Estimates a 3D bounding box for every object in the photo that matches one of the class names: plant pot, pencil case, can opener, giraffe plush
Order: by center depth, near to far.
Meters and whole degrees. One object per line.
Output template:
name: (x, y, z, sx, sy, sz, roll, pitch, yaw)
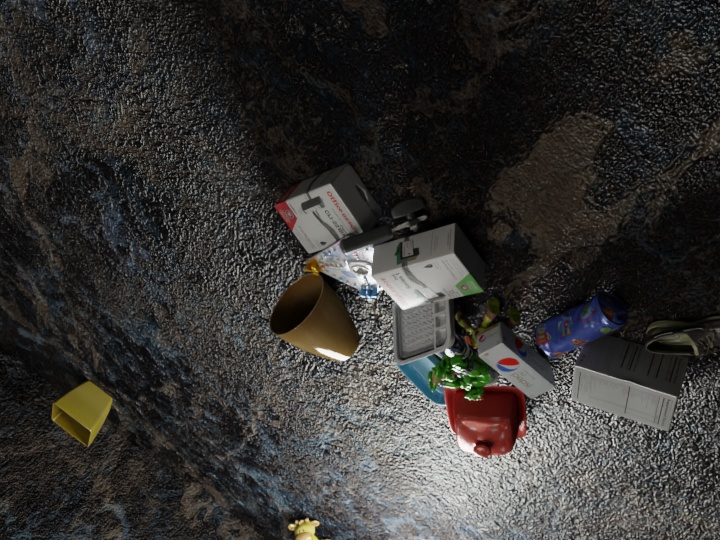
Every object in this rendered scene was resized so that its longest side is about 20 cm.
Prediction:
pencil case: (0.441, 0.108, 1.491, 0.077, 0.088, 0.200, 17, 148, -24)
can opener: (0.048, -0.089, 1.552, 0.053, 0.198, 0.067, 50, -164, -84)
plant pot: (-0.097, 0.138, 1.881, 0.185, 0.188, 0.200, -15, 134, 45)
giraffe plush: (-0.203, 1.062, 2.909, 0.200, 0.171, 0.164, 39, 149, 62)
plant pot: (-1.166, 0.591, 3.135, 0.199, 0.177, 0.200, 37, 141, 1)

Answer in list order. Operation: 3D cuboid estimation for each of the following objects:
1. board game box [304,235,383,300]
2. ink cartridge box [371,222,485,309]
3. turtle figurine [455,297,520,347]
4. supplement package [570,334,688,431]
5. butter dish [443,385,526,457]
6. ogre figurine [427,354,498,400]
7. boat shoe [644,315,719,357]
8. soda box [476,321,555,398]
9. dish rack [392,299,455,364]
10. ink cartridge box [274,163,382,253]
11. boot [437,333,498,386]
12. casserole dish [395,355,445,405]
board game box: (0.000, 0.000, 1.696, 0.199, 0.026, 0.199, 26, 150, -25)
ink cartridge box: (0.141, -0.004, 1.546, 0.198, 0.085, 0.146, -16, 138, 30)
turtle figurine: (0.276, 0.128, 1.649, 0.199, 0.065, 0.162, 34, 141, 5)
supplement package: (0.543, 0.221, 1.500, 0.198, 0.110, 0.115, 16, 137, 25)
butter dish: (0.301, 0.385, 1.797, 0.197, 0.149, 0.202, -1, 130, 15)
ogre figurine: (0.230, 0.232, 1.654, 0.118, 0.099, 0.201, 13, 139, -7)
boat shoe: (0.630, 0.131, 1.377, 0.199, 0.066, 0.072, -5, 125, 41)
soda box: (0.340, 0.197, 1.615, 0.068, 0.064, 0.199, -33, 125, 31)
dish rack: (0.149, 0.118, 1.686, 0.043, 0.174, 0.199, 13, 154, -34)
ink cartridge box: (-0.072, -0.134, 1.641, 0.199, 0.084, 0.145, -15, 119, 44)
boot: (0.238, 0.199, 1.725, 0.199, 0.073, 0.090, 33, 165, 7)
casserole dish: (0.179, 0.265, 1.883, 0.200, 0.039, 0.121, 46, 141, -11)
